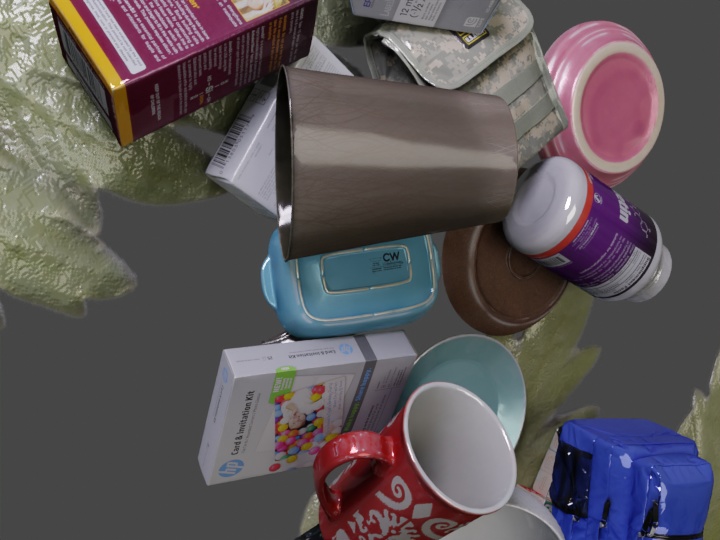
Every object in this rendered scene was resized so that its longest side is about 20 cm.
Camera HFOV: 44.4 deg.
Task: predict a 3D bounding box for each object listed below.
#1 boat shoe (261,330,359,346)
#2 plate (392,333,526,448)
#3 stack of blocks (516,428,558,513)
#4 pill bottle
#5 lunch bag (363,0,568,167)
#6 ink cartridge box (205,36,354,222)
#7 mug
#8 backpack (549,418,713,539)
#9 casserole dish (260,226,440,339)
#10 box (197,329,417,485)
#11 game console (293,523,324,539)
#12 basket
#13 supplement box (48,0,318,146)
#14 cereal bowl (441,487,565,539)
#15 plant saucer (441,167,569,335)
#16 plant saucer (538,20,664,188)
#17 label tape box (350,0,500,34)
[{"bbox_3d":[-0.020,0.037,0.921,0.198,0.073,0.066,-24,90,-23],"label":"boat shoe"},{"bbox_3d":[0.112,0.171,1.040,0.197,0.025,0.204,-6,102,-27],"label":"plate"},{"bbox_3d":[0.250,0.310,1.125,0.114,0.058,0.203,25,87,-30],"label":"stack of blocks"},{"bbox_3d":[0.261,-0.038,0.995,0.198,0.112,0.114,27,87,-31],"label":"pill bottle"},{"bbox_3d":[0.105,-0.194,0.909,0.163,0.117,0.202,-38,115,-27],"label":"lunch bag"},{"bbox_3d":[-0.042,-0.116,0.898,0.200,0.057,0.164,36,80,-50],"label":"ink cartridge box"},{"bbox_3d":[0.031,0.209,0.901,0.176,0.200,0.134,34,42,-7],"label":"mug"},{"bbox_3d":[0.308,0.291,1.026,0.160,0.167,0.204,6,97,-22],"label":"backpack"},{"bbox_3d":[0.000,0.000,0.874,0.197,0.039,0.123,-8,89,-25],"label":"casserole dish"},{"bbox_3d":[-0.054,0.137,0.892,0.197,0.041,0.157,-3,131,-28],"label":"box"},{"bbox_3d":[-0.006,0.387,0.964,0.174,0.116,0.203,-27,112,-22],"label":"game console"},{"bbox_3d":[0.028,-0.094,0.782,0.196,0.137,0.182,-3,134,-11],"label":"basket"},{"bbox_3d":[-0.148,-0.210,0.760,0.198,0.086,0.111,-31,75,-21],"label":"supplement box"},{"bbox_3d":[0.140,0.325,1.025,0.196,0.084,0.203,1,114,2],"label":"cereal bowl"},{"bbox_3d":[0.186,-0.019,1.041,0.197,0.034,0.204,-5,101,-28],"label":"plant saucer"},{"bbox_3d":[0.293,-0.195,1.057,0.198,0.051,0.204,-6,102,-29],"label":"plant saucer"},{"bbox_3d":[0.027,-0.311,0.833,0.196,0.066,0.145,3,62,-16],"label":"label tape box"}]
